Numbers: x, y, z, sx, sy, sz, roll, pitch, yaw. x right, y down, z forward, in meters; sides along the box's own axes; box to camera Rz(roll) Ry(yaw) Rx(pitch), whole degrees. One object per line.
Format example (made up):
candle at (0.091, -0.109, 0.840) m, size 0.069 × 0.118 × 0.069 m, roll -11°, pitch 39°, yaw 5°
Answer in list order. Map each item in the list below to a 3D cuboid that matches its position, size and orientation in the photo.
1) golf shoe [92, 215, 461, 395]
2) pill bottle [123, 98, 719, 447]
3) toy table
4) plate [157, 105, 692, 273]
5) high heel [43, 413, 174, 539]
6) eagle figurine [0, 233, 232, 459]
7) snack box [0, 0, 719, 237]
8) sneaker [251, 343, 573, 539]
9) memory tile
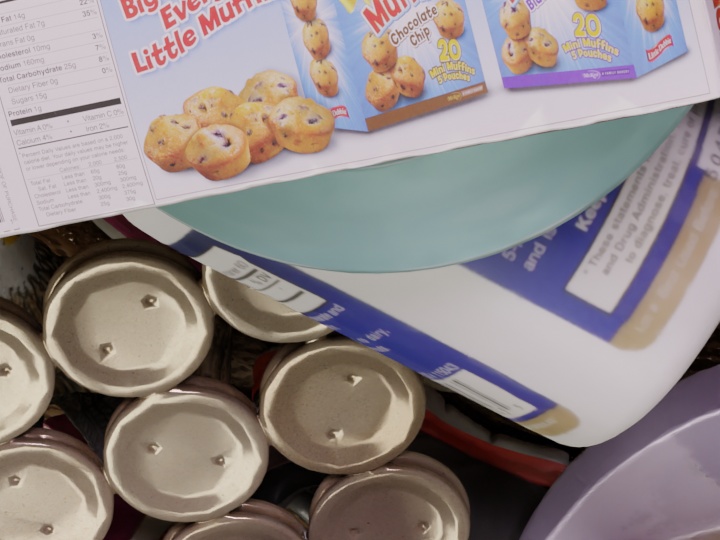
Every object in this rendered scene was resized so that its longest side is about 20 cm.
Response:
golf shoe at (0.000, 0.000, 0.933) m, size 0.199 × 0.076 × 0.092 m, roll 19°, pitch 156°, yaw 0°
pill bottle at (0.000, -0.048, 0.788) m, size 0.199 × 0.120 × 0.120 m, roll 27°, pitch 152°, yaw -14°
toy table at (0.118, 0.132, 0.986) m, size 0.183 × 0.118 × 0.200 m, roll 7°, pitch 137°, yaw -9°
plate at (-0.009, -0.092, 0.680) m, size 0.199 × 0.026 × 0.201 m, roll 6°, pitch 110°, yaw 17°
high heel at (-0.097, 0.091, 1.066) m, size 0.095 × 0.200 × 0.068 m, roll 3°, pitch 112°, yaw 14°
eagle figurine at (-0.137, 0.012, 0.966) m, size 0.199 × 0.152 × 0.152 m, roll 3°, pitch 117°, yaw -6°
snack box at (-0.020, -0.056, 0.668) m, size 0.199 × 0.024 × 0.072 m, roll -10°, pitch 102°, yaw 21°
sneaker at (0.037, 0.102, 1.085) m, size 0.199 × 0.082 × 0.077 m, roll 27°, pitch 152°, yaw -17°
memory tile at (-0.075, 0.059, 0.899) m, size 0.199 × 0.017 × 0.154 m, roll -17°, pitch 123°, yaw 7°
